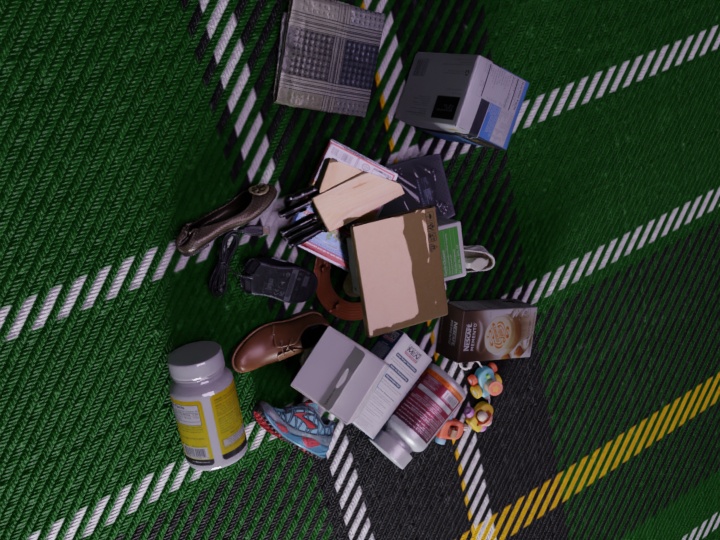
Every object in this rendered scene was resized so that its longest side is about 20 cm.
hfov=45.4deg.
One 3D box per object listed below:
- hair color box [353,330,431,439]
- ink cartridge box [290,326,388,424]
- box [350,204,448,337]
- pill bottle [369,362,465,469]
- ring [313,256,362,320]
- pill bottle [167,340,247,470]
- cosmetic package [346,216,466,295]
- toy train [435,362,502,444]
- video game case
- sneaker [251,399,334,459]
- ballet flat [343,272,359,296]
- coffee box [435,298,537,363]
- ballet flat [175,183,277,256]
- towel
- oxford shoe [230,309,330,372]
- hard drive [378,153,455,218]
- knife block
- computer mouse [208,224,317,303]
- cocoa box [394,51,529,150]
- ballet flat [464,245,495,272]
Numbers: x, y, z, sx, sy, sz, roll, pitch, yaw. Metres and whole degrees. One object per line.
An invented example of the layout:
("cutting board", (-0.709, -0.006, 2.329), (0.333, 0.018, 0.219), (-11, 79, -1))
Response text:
("hair color box", (0.042, 0.221, 1.714), (0.201, 0.060, 0.100), (-52, 122, -8))
("ink cartridge box", (-0.033, 0.189, 1.561), (0.125, 0.200, 0.129), (32, 85, 8))
("box", (0.070, 0.001, 1.505), (0.162, 0.021, 0.202), (-15, 106, -20))
("pill bottle", (0.115, 0.295, 1.749), (0.200, 0.109, 0.110), (-49, 121, -11))
("ring", (0.000, 0.000, 1.655), (0.198, 0.019, 0.203), (-8, 107, -28))
("pill bottle", (-0.269, 0.234, 1.502), (0.113, 0.114, 0.202), (-18, 112, -25))
("cosmetic package", (0.083, -0.024, 1.566), (0.198, 0.085, 0.109), (-16, 106, -21))
("toy train", (0.239, 0.289, 1.853), (0.149, 0.055, 0.202), (17, 95, -33))
("video game case", (-0.036, -0.117, 1.566), (0.142, 0.017, 0.202), (26, 93, -11))
("sneaker", (-0.125, 0.279, 1.633), (0.200, 0.079, 0.096), (39, 73, -41))
("ballet flat", (0.059, -0.009, 1.638), (0.199, 0.071, 0.071), (-29, 116, -21))
("coffee box", (0.266, 0.125, 1.810), (0.198, 0.080, 0.116), (-2, 104, -30))
("ballet flat", (-0.230, -0.095, 1.467), (0.199, 0.067, 0.047), (-34, 122, -12))
("towel", (-0.058, -0.378, 1.516), (0.198, 0.034, 0.195), (4, 104, -34))
("oxford shoe", (-0.144, 0.132, 1.575), (0.199, 0.071, 0.072), (-27, 117, -20))
("hard drive", (0.076, -0.135, 1.635), (0.198, 0.042, 0.136), (-20, 101, -22))
("knife block", (-0.042, -0.102, 1.526), (0.198, 0.064, 0.177), (18, 95, -11))
("computer mouse", (-0.167, -0.017, 1.532), (0.198, 0.046, 0.142), (5, 113, -22))
("cocoa box", (0.183, -0.310, 1.571), (0.130, 0.199, 0.135), (17, 94, -33))
("ballet flat", (0.188, -0.019, 1.734), (0.198, 0.069, 0.070), (-5, 106, -29))
